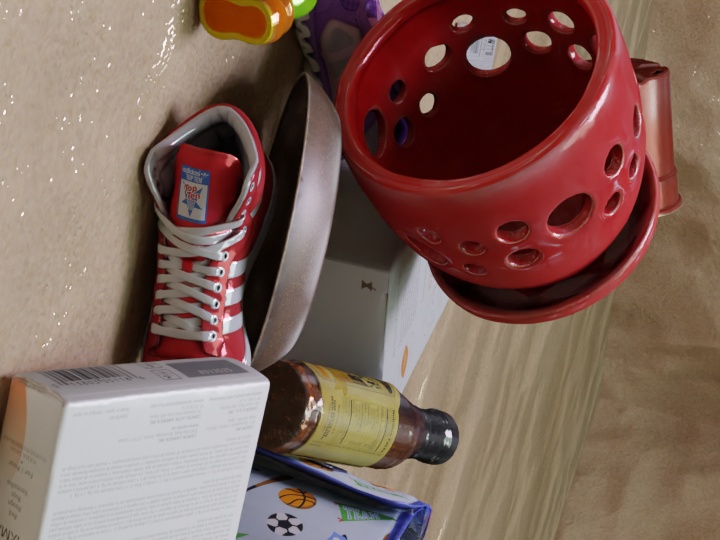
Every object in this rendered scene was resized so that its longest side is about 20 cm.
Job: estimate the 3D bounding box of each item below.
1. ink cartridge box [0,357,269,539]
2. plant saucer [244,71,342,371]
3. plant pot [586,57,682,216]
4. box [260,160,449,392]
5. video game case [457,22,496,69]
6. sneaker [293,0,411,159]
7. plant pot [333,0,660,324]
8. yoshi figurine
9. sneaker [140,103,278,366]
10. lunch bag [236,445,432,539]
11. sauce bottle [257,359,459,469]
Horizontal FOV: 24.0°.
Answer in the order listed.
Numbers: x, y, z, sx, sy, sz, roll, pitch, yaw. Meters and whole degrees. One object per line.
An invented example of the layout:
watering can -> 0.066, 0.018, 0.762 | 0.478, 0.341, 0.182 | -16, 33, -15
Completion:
ink cartridge box -> -0.136, 0.151, 0.936 | 0.161, 0.050, 0.202 | -2, 112, -51
plant saucer -> -0.046, -0.027, 1.103 | 0.200, 0.032, 0.203 | -168, -90, -79
plant pot -> 0.366, -0.195, 2.430 | 0.201, 0.198, 0.198 | -45, 137, -64
box -> 0.000, 0.000, 1.308 | 0.200, 0.105, 0.154 | -58, 157, -53
video game case -> 0.104, -0.153, 1.757 | 0.143, 0.018, 0.203 | -21, 122, -74
sneaker -> 0.003, -0.157, 1.222 | 0.081, 0.087, 0.202 | -61, 158, -43
plant pot -> 0.104, -0.081, 1.157 | 0.183, 0.198, 0.202 | 53, 49, -48
yoshi figurine -> -0.037, -0.221, 1.058 | 0.200, 0.112, 0.113 | -40, 102, -45
sneaker -> -0.097, -0.001, 1.003 | 0.113, 0.070, 0.202 | 78, 21, -68
lunch bag -> -0.054, 0.190, 1.146 | 0.200, 0.168, 0.125 | -49, 154, -59
sauce bottle -> -0.002, 0.106, 1.188 | 0.199, 0.065, 0.067 | 19, 84, -54
